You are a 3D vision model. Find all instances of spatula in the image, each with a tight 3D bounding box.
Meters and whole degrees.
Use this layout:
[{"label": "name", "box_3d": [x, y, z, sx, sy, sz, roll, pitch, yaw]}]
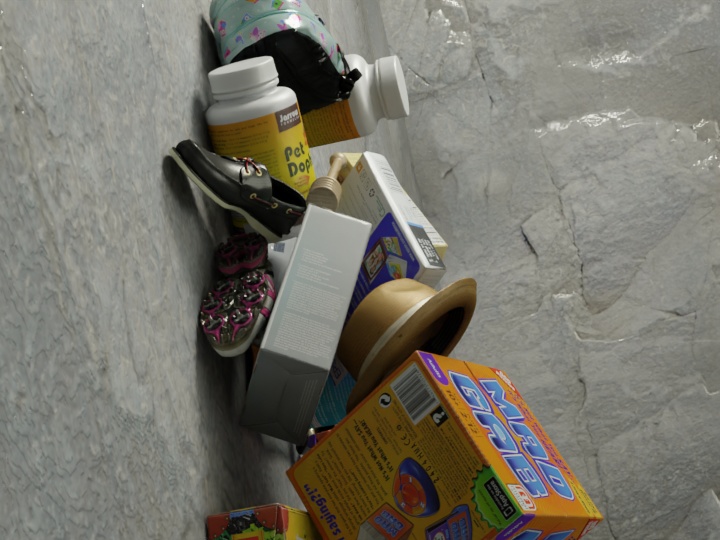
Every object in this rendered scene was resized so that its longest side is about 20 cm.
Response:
[{"label": "spatula", "box_3d": [-0.065, 0.214, 1.631, 0.200, 0.020, 0.057, 82, 7, -74]}]

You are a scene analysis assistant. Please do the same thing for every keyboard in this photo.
[{"label": "keyboard", "box_3d": [-0.107, -0.029, 1.672, 0.201, 0.056, 0.011, -86, -167, -56]}]

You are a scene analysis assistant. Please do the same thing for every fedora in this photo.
[{"label": "fedora", "box_3d": [0.037, 0.068, 1.454, 0.082, 0.201, 0.201, 41, -4, 20]}]

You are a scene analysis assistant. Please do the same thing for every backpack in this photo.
[{"label": "backpack", "box_3d": [-0.108, -0.267, 1.694, 0.127, 0.166, 0.200, 62, 5, 24]}]

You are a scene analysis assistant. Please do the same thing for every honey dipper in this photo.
[{"label": "honey dipper", "box_3d": [-0.036, -0.105, 1.592, 0.200, 0.038, 0.038, -79, 157, -72]}]

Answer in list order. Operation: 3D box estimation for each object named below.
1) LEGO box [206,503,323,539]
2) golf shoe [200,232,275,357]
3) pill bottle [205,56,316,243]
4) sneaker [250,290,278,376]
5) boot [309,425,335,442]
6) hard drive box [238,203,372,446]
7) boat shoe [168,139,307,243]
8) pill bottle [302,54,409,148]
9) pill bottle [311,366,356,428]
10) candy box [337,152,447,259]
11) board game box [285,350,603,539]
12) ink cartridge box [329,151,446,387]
[{"label": "LEGO box", "box_3d": [-0.081, 0.320, 1.372, 0.200, 0.076, 0.150, 49, 31, -71]}, {"label": "golf shoe", "box_3d": [-0.120, 0.041, 1.465, 0.201, 0.072, 0.093, -83, 160, -60]}, {"label": "pill bottle", "box_3d": [-0.114, -0.139, 1.585, 0.109, 0.108, 0.202, -71, 149, -71]}, {"label": "sneaker", "box_3d": [-0.092, 0.102, 1.582, 0.078, 0.077, 0.201, 78, 13, -51]}, {"label": "boot", "box_3d": [-0.031, 0.259, 1.767, 0.108, 0.074, 0.201, 62, 11, -50]}, {"label": "hard drive box", "box_3d": [-0.058, 0.058, 1.466, 0.156, 0.076, 0.201, 110, -2, -51]}, {"label": "boat shoe", "box_3d": [-0.129, -0.096, 1.461, 0.201, 0.063, 0.074, 34, 15, -52]}, {"label": "pill bottle", "box_3d": [-0.039, -0.228, 1.846, 0.111, 0.198, 0.112, -11, 90, -80]}, {"label": "pill bottle", "box_3d": [-0.006, 0.125, 1.652, 0.111, 0.198, 0.112, -10, 90, -80]}, {"label": "candy box", "box_3d": [0.023, -0.042, 1.677, 0.200, 0.055, 0.116, 54, -44, 42]}, {"label": "board game box", "box_3d": [0.087, 0.233, 1.419, 0.199, 0.200, 0.201, 17, 34, -56]}, {"label": "ink cartridge box", "box_3d": [0.000, 0.000, 1.602, 0.043, 0.200, 0.199, 11, 38, -38]}]
